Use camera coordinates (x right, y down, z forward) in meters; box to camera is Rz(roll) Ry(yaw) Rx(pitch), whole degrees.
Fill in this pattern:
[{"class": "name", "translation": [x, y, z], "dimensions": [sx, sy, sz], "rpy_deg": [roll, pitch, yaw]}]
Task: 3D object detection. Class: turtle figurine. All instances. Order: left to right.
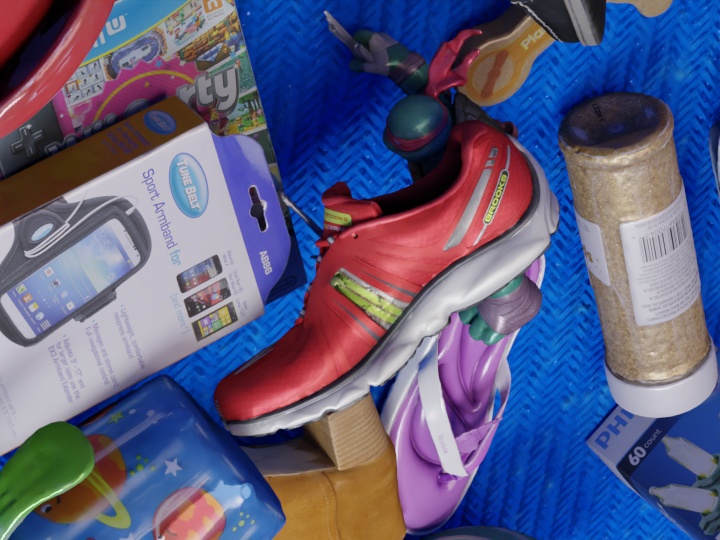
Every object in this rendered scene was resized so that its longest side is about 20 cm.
[{"class": "turtle figurine", "translation": [0.037, -0.046, 1.171], "dimensions": [0.200, 0.101, 0.150], "rpy_deg": [46, 49, -54]}]

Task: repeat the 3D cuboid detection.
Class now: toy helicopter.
[{"class": "toy helicopter", "translation": [0.121, -0.167, 1.209], "dimensions": [0.200, 0.079, 0.132], "rpy_deg": [-43, 139, 9]}]

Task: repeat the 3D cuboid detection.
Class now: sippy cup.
[{"class": "sippy cup", "translation": [-0.113, 0.126, 1.100], "dimensions": [0.130, 0.178, 0.140], "rpy_deg": [-40, 95, -2]}]

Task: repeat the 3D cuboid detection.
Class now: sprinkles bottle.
[{"class": "sprinkles bottle", "translation": [0.166, -0.007, 1.330], "dimensions": [0.068, 0.068, 0.200], "rpy_deg": [-29, 128, -18]}]

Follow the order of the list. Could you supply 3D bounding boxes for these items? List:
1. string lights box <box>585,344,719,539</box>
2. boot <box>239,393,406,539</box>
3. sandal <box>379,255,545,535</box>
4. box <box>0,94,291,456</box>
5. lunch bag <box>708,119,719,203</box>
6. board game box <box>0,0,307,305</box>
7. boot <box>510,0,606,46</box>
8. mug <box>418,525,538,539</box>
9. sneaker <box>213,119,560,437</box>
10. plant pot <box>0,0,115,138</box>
[{"class": "string lights box", "translation": [0.241, 0.128, 1.369], "dimensions": [0.103, 0.200, 0.059], "rpy_deg": [-49, 132, -3]}, {"class": "boot", "translation": [-0.064, 0.149, 1.260], "dimensions": [0.201, 0.071, 0.144], "rpy_deg": [-25, 131, -18]}, {"class": "sandal", "translation": [0.060, 0.072, 1.313], "dimensions": [0.082, 0.050, 0.203], "rpy_deg": [1, 115, -35]}, {"class": "box", "translation": [-0.131, 0.003, 1.070], "dimensions": [0.200, 0.041, 0.119], "rpy_deg": [-29, 129, -19]}, {"class": "lunch bag", "translation": [0.303, -0.084, 1.346], "dimensions": [0.169, 0.127, 0.200], "rpy_deg": [1, 105, -37]}, {"class": "board game box", "translation": [-0.122, -0.052, 1.112], "dimensions": [0.147, 0.064, 0.200], "rpy_deg": [-28, 127, -19]}, {"class": "boot", "translation": [0.032, -0.170, 1.116], "dimensions": [0.204, 0.154, 0.074], "rpy_deg": [48, 41, -57]}, {"class": "mug", "translation": [0.054, 0.235, 1.333], "dimensions": [0.185, 0.152, 0.115], "rpy_deg": [-33, 128, -15]}, {"class": "sneaker", "translation": [0.000, 0.000, 1.099], "dimensions": [0.200, 0.077, 0.085], "rpy_deg": [-39, 108, 2]}, {"class": "plant pot", "translation": [-0.203, -0.155, 0.912], "dimensions": [0.201, 0.200, 0.182], "rpy_deg": [-53, 138, 2]}]
